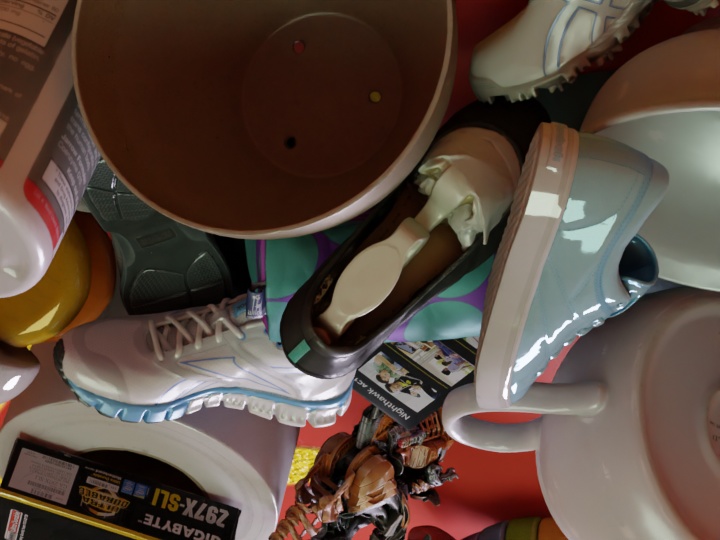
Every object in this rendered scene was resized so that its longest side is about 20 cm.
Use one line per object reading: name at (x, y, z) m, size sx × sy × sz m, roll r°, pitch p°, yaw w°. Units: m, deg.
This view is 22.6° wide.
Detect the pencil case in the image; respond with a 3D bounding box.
pencil case at (0.033, -0.006, 1.025) m, size 0.198 × 0.086 × 0.093 m, roll -3°, pitch 130°, yaw -2°

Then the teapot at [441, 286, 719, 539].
teapot at (0.172, 0.111, 1.075) m, size 0.146 × 0.197 × 0.201 m, roll -24°, pitch 97°, yaw 50°

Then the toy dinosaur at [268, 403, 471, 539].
toy dinosaur at (0.000, 0.147, 1.238) m, size 0.198 × 0.102 × 0.137 m, roll -18°, pitch 131°, yaw -15°

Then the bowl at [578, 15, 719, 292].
bowl at (0.203, -0.069, 0.935) m, size 0.199 × 0.091 × 0.202 m, roll 10°, pitch 155°, yaw 5°

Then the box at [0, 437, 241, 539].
box at (-0.180, 0.204, 1.249) m, size 0.158 × 0.050 × 0.201 m, roll 17°, pitch 143°, yaw -7°

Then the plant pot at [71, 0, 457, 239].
plant pot at (-0.036, -0.107, 0.954) m, size 0.198 × 0.203 × 0.134 m, roll 3°, pitch 172°, yaw 14°

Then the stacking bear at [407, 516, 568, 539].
stacking bear at (0.150, 0.237, 1.365) m, size 0.198 × 0.123 × 0.114 m, roll -13°, pitch 171°, yaw 16°

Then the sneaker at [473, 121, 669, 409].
sneaker at (0.108, 0.012, 0.923) m, size 0.081 × 0.074 × 0.201 m, roll 13°, pitch 143°, yaw 1°

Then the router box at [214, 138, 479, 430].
router box at (0.000, 0.000, 1.136) m, size 0.199 × 0.051 × 0.149 m, roll 37°, pitch 138°, yaw -11°

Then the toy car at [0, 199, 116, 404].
toy car at (-0.246, -0.022, 1.143) m, size 0.199 × 0.176 × 0.150 m, roll 25°, pitch -173°, yaw 12°

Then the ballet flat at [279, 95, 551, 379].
ballet flat at (0.037, -0.021, 0.949) m, size 0.068 × 0.200 × 0.068 m, roll 40°, pitch 170°, yaw 3°

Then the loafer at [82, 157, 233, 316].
loafer at (-0.123, -0.029, 1.103) m, size 0.071 × 0.063 × 0.201 m, roll -11°, pitch 140°, yaw 4°

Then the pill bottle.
pill bottle at (-0.186, -0.096, 0.972) m, size 0.113 × 0.201 × 0.114 m, roll 13°, pitch 145°, yaw 9°

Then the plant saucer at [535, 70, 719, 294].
plant saucer at (0.165, -0.036, 1.079) m, size 0.198 × 0.036 × 0.201 m, roll 9°, pitch 142°, yaw 7°

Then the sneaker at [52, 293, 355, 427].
sneaker at (-0.088, 0.041, 1.099) m, size 0.198 × 0.075 × 0.087 m, roll 2°, pitch 134°, yaw -26°

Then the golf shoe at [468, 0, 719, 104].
golf shoe at (0.121, -0.161, 0.926) m, size 0.199 × 0.078 × 0.097 m, roll -28°, pitch 107°, yaw 35°

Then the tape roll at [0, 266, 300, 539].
tape roll at (-0.140, 0.096, 1.254) m, size 0.201 × 0.140 × 0.204 m, roll 9°, pitch 143°, yaw 7°
